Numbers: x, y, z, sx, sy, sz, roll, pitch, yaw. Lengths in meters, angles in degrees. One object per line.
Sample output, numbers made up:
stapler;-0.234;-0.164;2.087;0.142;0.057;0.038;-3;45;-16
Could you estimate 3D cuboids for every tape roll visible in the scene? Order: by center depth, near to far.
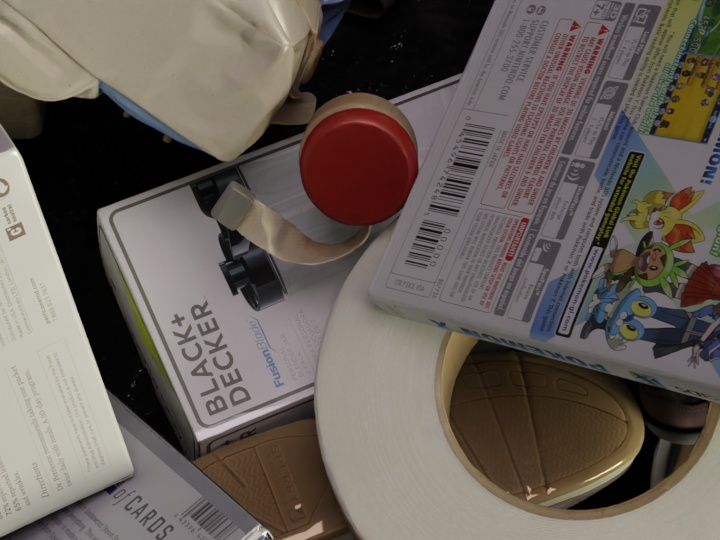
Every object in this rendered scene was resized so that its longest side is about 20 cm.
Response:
tape roll;0.082;0.049;0.719;0.201;0.037;0.205;-3;63;7

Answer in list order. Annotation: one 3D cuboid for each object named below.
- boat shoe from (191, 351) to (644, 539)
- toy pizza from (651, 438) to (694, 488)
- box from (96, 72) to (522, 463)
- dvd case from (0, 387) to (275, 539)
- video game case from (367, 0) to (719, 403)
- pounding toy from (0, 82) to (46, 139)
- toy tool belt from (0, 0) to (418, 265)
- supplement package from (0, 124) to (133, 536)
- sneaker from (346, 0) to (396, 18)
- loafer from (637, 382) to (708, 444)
boat shoe;0.017;0.089;0.771;0.198;0.065;0.072;-17;57;-9
toy pizza;0.216;0.098;0.764;0.198;0.032;0.201;4;49;-5
box;0.000;0.000;0.814;0.198;0.060;0.117;-21;67;-12
dvd case;-0.142;0.135;0.709;0.200;0.025;0.150;-39;36;-15
video game case;0.110;-0.060;0.680;0.181;0.022;0.201;14;74;42
pounding toy;-0.237;-0.151;0.824;0.198;0.142;0.186;2;64;-3
toy tool belt;-0.058;-0.102;0.768;0.199;0.123;0.125;33;110;-8
supplement package;-0.216;0.024;0.710;0.199;0.153;0.151;-24;36;-14
sneaker;-0.034;-0.211;0.902;0.199;0.075;0.106;36;65;12
loafer;0.185;-0.009;0.786;0.199;0.063;0.072;-36;33;-18
